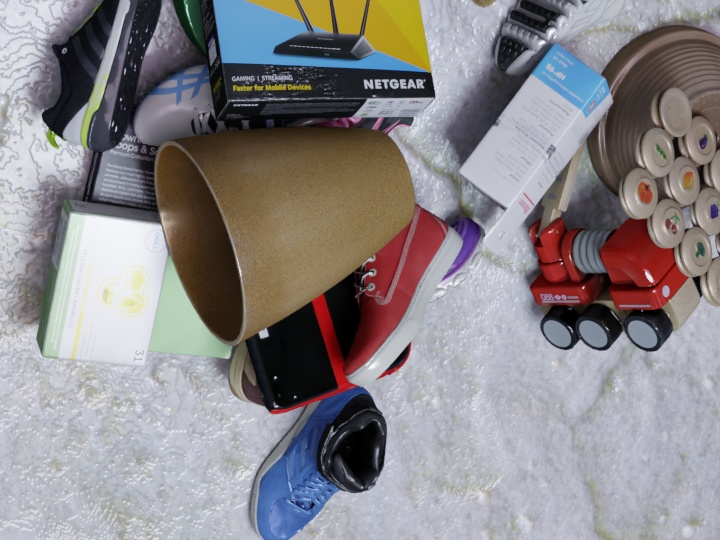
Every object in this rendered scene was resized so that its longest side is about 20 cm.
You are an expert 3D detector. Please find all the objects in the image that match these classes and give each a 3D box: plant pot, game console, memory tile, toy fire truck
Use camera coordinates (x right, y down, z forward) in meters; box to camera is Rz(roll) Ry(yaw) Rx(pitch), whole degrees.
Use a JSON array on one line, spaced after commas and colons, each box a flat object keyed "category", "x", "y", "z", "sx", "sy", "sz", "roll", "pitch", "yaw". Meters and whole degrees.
[{"category": "plant pot", "x": -0.059, "y": -0.055, "z": 1.412, "sx": 0.199, "sy": 0.186, "sz": 0.188, "roll": -21, "pitch": 116, "yaw": -23}, {"category": "plant pot", "x": 0.347, "y": -0.152, "z": 1.672, "sx": 0.199, "sy": 0.093, "sz": 0.203, "roll": -7, "pitch": 111, "yaw": -19}, {"category": "game console", "x": -0.045, "y": 0.022, "z": 1.530, "sx": 0.176, "sy": 0.031, "sz": 0.202, "roll": -17, "pitch": 88, "yaw": -30}, {"category": "memory tile", "x": 0.341, "y": -0.075, "z": 1.597, "sx": 0.200, "sy": 0.017, "sz": 0.154, "roll": 42, "pitch": 61, "yaw": -30}, {"category": "toy fire truck", "x": 0.252, "y": -0.034, "z": 1.640, "sx": 0.129, "sy": 0.175, "sz": 0.201, "roll": -43, "pitch": 117, "yaw": -34}]

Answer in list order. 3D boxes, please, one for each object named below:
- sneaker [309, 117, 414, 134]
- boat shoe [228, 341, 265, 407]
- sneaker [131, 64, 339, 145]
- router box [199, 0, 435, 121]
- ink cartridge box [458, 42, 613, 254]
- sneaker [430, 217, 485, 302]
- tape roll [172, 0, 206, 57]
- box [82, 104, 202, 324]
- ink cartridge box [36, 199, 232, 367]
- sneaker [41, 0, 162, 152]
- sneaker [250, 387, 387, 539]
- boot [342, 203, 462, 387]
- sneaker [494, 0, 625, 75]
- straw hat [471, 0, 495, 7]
[{"category": "sneaker", "x": -0.024, "y": -0.124, "z": 1.539, "sx": 0.200, "sy": 0.079, "sz": 0.096, "roll": -39, "pitch": 134, "yaw": -12}, {"category": "boat shoe", "x": -0.074, "y": 0.039, "z": 1.563, "sx": 0.072, "sy": 0.072, "sz": 0.202, "roll": 18, "pitch": 88, "yaw": -37}, {"category": "sneaker", "x": -0.111, "y": -0.150, "z": 1.445, "sx": 0.198, "sy": 0.073, "sz": 0.072, "roll": -13, "pitch": 129, "yaw": -8}, {"category": "router box", "x": -0.041, "y": -0.213, "z": 1.414, "sx": 0.198, "sy": 0.051, "sz": 0.151, "roll": -4, "pitch": 75, "yaw": -22}, {"category": "ink cartridge box", "x": 0.166, "y": -0.120, "z": 1.588, "sx": 0.067, "sy": 0.116, "sz": 0.201, "roll": 38, "pitch": 93, "yaw": 13}, {"category": "sneaker", "x": 0.040, "y": -0.002, "z": 1.612, "sx": 0.199, "sy": 0.081, "sz": 0.084, "roll": -31, "pitch": 106, "yaw": -13}, {"category": "tape roll", "x": -0.077, "y": -0.274, "z": 1.475, "sx": 0.199, "sy": 0.048, "sz": 0.202, "roll": -8, "pitch": 111, "yaw": -20}, {"category": "box", "x": -0.197, "y": -0.055, "z": 1.514, "sx": 0.142, "sy": 0.036, "sz": 0.202, "roll": 10, "pitch": 107, "yaw": -26}, {"category": "ink cartridge box", "x": -0.197, "y": 0.018, "z": 1.497, "sx": 0.198, "sy": 0.048, "sz": 0.147, "roll": 8, "pitch": 106, "yaw": -23}, {"category": "sneaker", "x": -0.239, "y": -0.206, "z": 1.418, "sx": 0.082, "sy": 0.072, "sz": 0.202, "roll": 15, "pitch": 86, "yaw": 10}, {"category": "sneaker", "x": -0.041, "y": 0.215, "z": 1.636, "sx": 0.076, "sy": 0.111, "sz": 0.201, "roll": 29, "pitch": 97, "yaw": -29}, {"category": "boot", "x": 0.000, "y": 0.000, "z": 1.504, "sx": 0.144, "sy": 0.072, "sz": 0.201, "roll": 39, "pitch": 57, "yaw": -17}, {"category": "sneaker", "x": 0.221, "y": -0.266, "z": 1.592, "sx": 0.200, "sy": 0.075, "sz": 0.081, "roll": -46, "pitch": 130, "yaw": 1}, {"category": "straw hat", "x": 0.065, "y": -0.341, "z": 1.483, "sx": 0.084, "sy": 0.201, "sz": 0.202, "roll": -6, "pitch": 119, "yaw": 25}]
